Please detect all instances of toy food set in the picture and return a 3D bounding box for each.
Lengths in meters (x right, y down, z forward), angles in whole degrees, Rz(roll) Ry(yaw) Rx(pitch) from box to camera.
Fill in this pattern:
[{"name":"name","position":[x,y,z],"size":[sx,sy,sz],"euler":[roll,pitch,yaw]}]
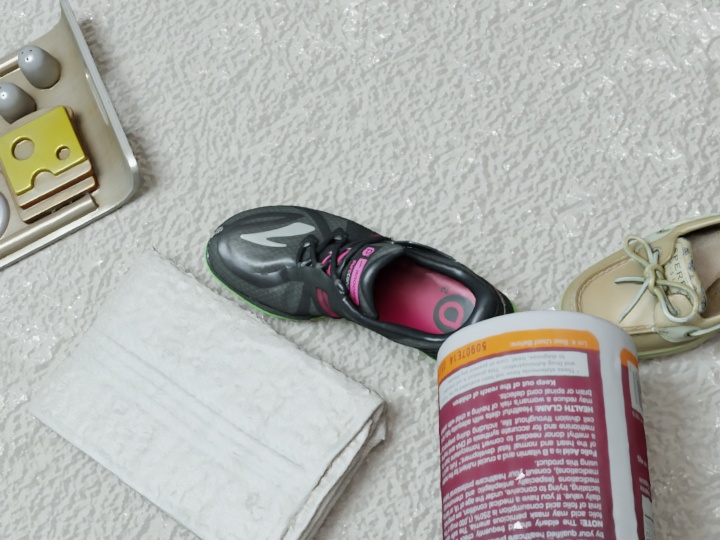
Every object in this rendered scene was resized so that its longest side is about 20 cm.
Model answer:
[{"name":"toy food set","position":[-0.255,-0.077,0.979],"size":[0.200,0.060,0.144],"euler":[-27,69,2]}]

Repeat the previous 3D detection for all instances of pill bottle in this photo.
[{"name":"pill bottle","position":[0.100,0.133,0.802],"size":[0.114,0.114,0.201],"euler":[-5,64,10]}]

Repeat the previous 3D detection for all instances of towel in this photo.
[{"name":"towel","position":[-0.092,0.085,0.911],"size":[0.200,0.034,0.133],"euler":[32,80,20]}]

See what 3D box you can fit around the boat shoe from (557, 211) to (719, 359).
[{"name":"boat shoe","position":[0.209,-0.004,0.863],"size":[0.200,0.063,0.073],"euler":[-20,71,5]}]

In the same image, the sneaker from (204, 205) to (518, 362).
[{"name":"sneaker","position":[0.000,0.000,0.891],"size":[0.199,0.084,0.077],"euler":[15,74,15]}]
